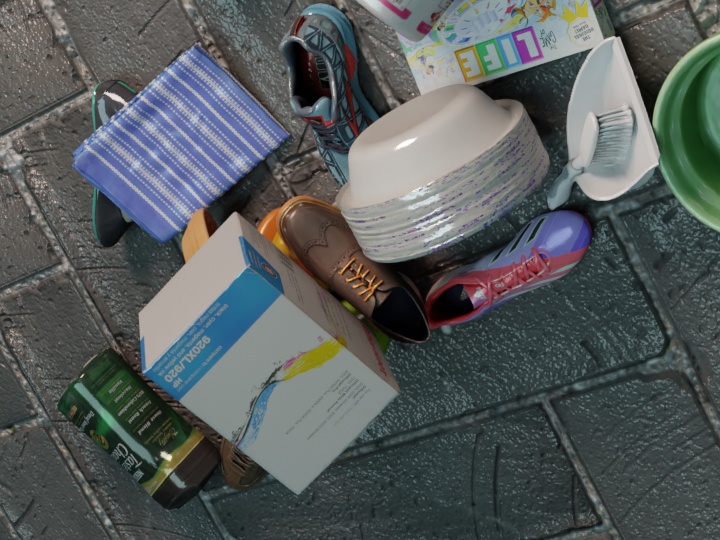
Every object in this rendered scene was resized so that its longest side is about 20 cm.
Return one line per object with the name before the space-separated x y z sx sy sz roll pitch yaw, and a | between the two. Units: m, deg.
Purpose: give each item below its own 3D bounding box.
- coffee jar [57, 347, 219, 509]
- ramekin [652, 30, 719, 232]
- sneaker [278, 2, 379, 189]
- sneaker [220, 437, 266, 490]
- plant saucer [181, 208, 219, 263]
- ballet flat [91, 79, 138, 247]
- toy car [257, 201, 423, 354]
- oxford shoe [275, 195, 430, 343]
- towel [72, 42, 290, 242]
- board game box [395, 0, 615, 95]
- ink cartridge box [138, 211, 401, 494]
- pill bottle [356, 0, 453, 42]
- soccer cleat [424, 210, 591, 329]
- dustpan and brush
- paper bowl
coffee jar | -0.262 0.193 1.877 0.200 0.085 0.104 42 145 2
ramekin | 0.366 -0.132 1.387 0.199 0.098 0.201 12 120 21
sneaker | -0.038 -0.160 1.581 0.079 0.096 0.201 -8 111 30
sneaker | -0.129 0.189 1.819 0.070 0.076 0.200 31 124 10
plant saucer | -0.143 0.032 1.677 0.037 0.200 0.201 -24 105 2
ballet flat | -0.260 -0.111 1.738 0.073 0.073 0.201 14 118 20
toy car | -0.045 0.022 1.655 0.150 0.175 0.201 24 142 60
oxford shoe | 0.000 0.000 1.543 0.200 0.073 0.071 40 89 -26
towel | -0.194 -0.130 1.676 0.200 0.024 0.145 -39 111 22
board game box | 0.124 -0.253 1.488 0.199 0.034 0.135 -15 108 32
ink cartridge box | -0.089 0.079 1.492 0.200 0.147 0.145 41 99 -21
pill bottle | 0.071 -0.315 1.404 0.113 0.113 0.200 40 102 3
soccer cleat | 0.146 0.004 1.582 0.200 0.076 0.067 -28 100 35
dustpan and brush | 0.216 -0.109 1.481 0.057 0.140 0.200 -11 156 -8
paper bowl | 0.069 -0.102 1.487 0.200 0.201 0.105 -19 110 33
